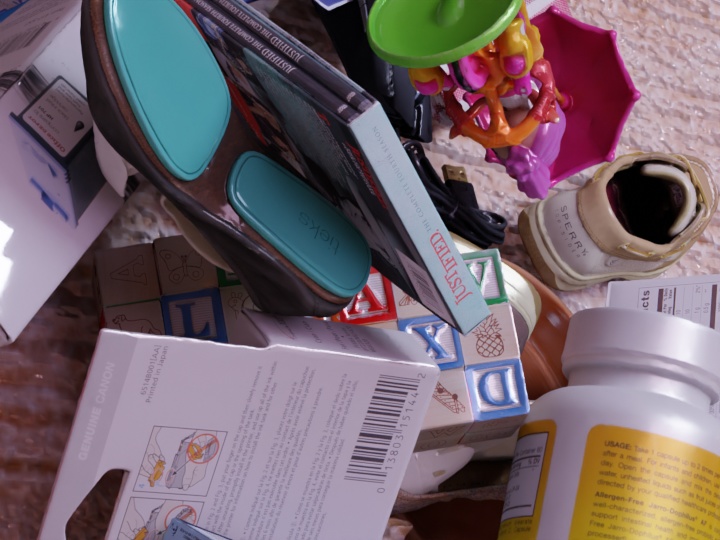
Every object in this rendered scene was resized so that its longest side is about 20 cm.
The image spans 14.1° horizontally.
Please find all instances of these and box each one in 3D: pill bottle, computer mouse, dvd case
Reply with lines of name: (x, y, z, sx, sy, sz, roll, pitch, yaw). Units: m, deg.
pill bottle: (0.127, 0.125, 1.446, 0.113, 0.113, 0.200, 23, 71, -34)
computer mouse: (0.031, -0.099, 1.597, 0.140, 0.046, 0.200, 45, 18, -51)
dvd case: (-0.025, -0.063, 1.357, 0.022, 0.200, 0.146, -39, 132, -10)

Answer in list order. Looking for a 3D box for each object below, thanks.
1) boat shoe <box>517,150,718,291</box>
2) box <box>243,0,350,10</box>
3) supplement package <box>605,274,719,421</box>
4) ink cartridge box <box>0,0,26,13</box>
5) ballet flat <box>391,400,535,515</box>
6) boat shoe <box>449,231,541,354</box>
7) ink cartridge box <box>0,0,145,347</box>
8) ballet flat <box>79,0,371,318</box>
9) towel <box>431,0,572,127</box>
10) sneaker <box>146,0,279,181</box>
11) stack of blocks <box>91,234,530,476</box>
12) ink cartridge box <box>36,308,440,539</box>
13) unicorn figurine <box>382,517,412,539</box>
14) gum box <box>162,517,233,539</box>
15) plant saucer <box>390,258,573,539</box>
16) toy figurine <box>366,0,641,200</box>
boat shoe: (0.169, -0.034, 1.705, 0.200, 0.066, 0.074, -24, 88, -56)
box: (-0.093, -0.186, 1.439, 0.200, 0.032, 0.121, 39, 10, 0)
supplement package: (0.210, 0.114, 1.605, 0.200, 0.111, 0.156, 55, 36, -55)
ink cartridge box: (-0.223, -0.204, 1.445, 0.200, 0.044, 0.094, 28, 57, -32)
ballet flat: (0.048, 0.088, 1.510, 0.200, 0.067, 0.068, -2, 73, -42)
boat shoe: (0.000, 0.001, 1.515, 0.201, 0.072, 0.066, 26, 48, -11)
ink cartridge box: (-0.178, -0.042, 1.344, 0.086, 0.146, 0.200, 51, 47, -20)
ballet flat: (-0.076, -0.047, 1.293, 0.200, 0.068, 0.068, 52, 46, -27)
towel: (0.043, -0.195, 1.701, 0.146, 0.030, 0.200, -35, 100, -45)
sneaker: (-0.096, -0.128, 1.521, 0.087, 0.075, 0.200, 33, 45, -20)
stack of blocks: (-0.027, 0.037, 1.441, 0.199, 0.059, 0.115, -8, 76, -9)
ink cartridge box: (-0.074, 0.114, 1.359, 0.176, 0.200, 0.045, 8, 22, -28)
unicorn figurine: (0.059, 0.200, 1.509, 0.200, 0.074, 0.138, 7, 102, -20)
gum box: (-0.051, 0.236, 1.351, 0.170, 0.045, 0.200, 25, 88, -34)
plant saucer: (0.067, 0.088, 1.597, 0.200, 0.032, 0.201, 17, 62, -36)
toy figurine: (0.083, -0.112, 1.522, 0.200, 0.150, 0.184, -79, 151, -44)
